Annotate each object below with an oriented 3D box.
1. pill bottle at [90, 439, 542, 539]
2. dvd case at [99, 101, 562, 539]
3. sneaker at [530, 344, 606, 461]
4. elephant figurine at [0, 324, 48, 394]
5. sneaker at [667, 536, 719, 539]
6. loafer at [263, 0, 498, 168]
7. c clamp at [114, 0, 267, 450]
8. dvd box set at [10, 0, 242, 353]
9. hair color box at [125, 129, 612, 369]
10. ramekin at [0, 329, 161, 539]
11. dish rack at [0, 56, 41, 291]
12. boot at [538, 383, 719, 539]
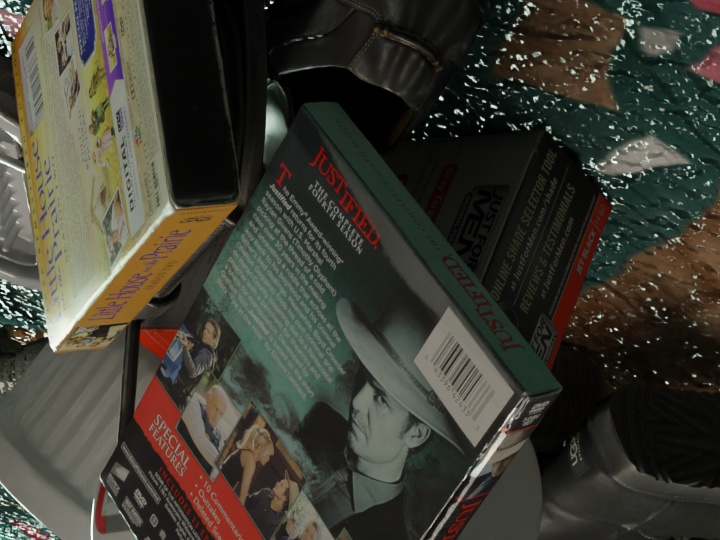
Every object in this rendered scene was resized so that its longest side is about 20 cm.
[{"bbox_3d":[-0.021,0.101,0.868,0.114,0.114,0.200,35,153,-23],"label":"pill bottle"},{"bbox_3d":[-0.020,0.061,0.755,0.146,0.022,0.200,53,130,30],"label":"dvd case"},{"bbox_3d":[0.024,0.071,1.052,0.200,0.075,0.106,16,151,14],"label":"sneaker"},{"bbox_3d":[-0.279,0.047,1.252,0.200,0.155,0.142,-41,70,52],"label":"elephant figurine"},{"bbox_3d":[0.152,0.142,1.112,0.200,0.077,0.085,16,177,14],"label":"sneaker"},{"bbox_3d":[-0.011,-0.069,0.809,0.073,0.072,0.200,26,156,-7],"label":"loafer"},{"bbox_3d":[-0.068,-0.032,0.847,0.027,0.171,0.200,4,156,-20],"label":"c clamp"},{"bbox_3d":[-0.098,-0.062,0.828,0.029,0.146,0.200,-3,164,-22],"label":"dvd box set"},{"bbox_3d":[0.000,0.000,0.903,0.200,0.102,0.061,-1,146,44],"label":"hair color box"},{"bbox_3d":[-0.087,0.091,1.081,0.200,0.105,0.200,32,-174,-4],"label":"ramekin"},{"bbox_3d":[-0.221,-0.069,1.035,0.171,0.044,0.200,21,155,5],"label":"dish rack"},{"bbox_3d":[0.125,0.125,0.998,0.165,0.066,0.200,17,142,-25],"label":"boot"}]
